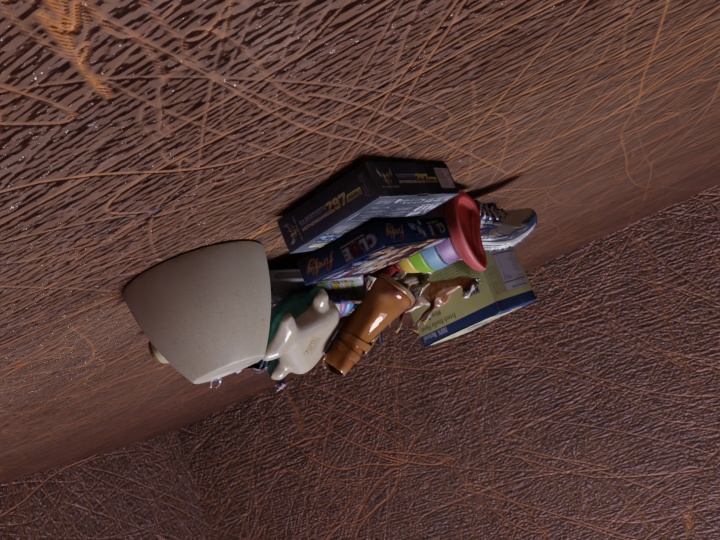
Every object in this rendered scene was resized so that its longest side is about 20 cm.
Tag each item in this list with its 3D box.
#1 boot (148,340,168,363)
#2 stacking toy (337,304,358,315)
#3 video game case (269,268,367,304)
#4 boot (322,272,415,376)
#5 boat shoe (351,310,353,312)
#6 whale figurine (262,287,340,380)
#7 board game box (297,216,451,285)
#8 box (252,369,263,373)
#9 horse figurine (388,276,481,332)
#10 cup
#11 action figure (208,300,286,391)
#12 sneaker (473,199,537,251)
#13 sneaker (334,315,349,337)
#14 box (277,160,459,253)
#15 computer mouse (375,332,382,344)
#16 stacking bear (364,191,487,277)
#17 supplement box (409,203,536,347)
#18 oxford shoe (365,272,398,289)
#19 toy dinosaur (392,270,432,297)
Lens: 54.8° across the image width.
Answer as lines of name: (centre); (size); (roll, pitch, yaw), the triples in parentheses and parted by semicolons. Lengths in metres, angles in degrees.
boot: (-0.247, 0.097, 1.208); (0.155, 0.074, 0.199); (-31, 164, 34)
stacking toy: (-0.019, 0.043, 1.421); (0.085, 0.086, 0.199); (-30, 173, 39)
video game case: (-0.080, 0.028, 1.146); (0.179, 0.022, 0.200); (-2, 166, 4)
boot: (0.008, 0.093, 1.101); (0.155, 0.073, 0.200); (-51, 176, -19)
boat shoe: (-0.040, 0.060, 1.511); (0.198, 0.073, 0.076); (-8, -176, -42)
whale figurine: (-0.110, 0.089, 1.066); (0.160, 0.103, 0.200); (-60, 164, 7)
board game box: (0.024, -0.029, 0.957); (0.135, 0.035, 0.199); (-26, 172, 32)
box: (-0.198, 0.140, 1.427); (0.199, 0.121, 0.033); (-32, -153, 41)
horse figurine: (0.110, 0.056, 1.254); (0.133, 0.050, 0.199); (-50, -159, -26)
cup: (-0.200, 0.067, 0.939); (0.198, 0.145, 0.200); (-22, 170, -4)
action figure: (-0.190, 0.135, 1.227); (0.132, 0.151, 0.199); (7, 167, -27)
sneaker: (0.199, -0.081, 1.168); (0.197, 0.086, 0.077); (-13, -151, 3)
sneaker: (-0.034, 0.128, 1.409); (0.111, 0.079, 0.199); (-19, -167, -29)
box: (0.014, -0.082, 0.894); (0.157, 0.052, 0.199); (-30, 168, 35)
computer mouse: (0.016, 0.058, 1.374); (0.045, 0.142, 0.200); (-3, 157, 4)
stacking bear: (0.084, -0.043, 1.104); (0.198, 0.123, 0.113); (-17, 152, 27)
supplement box: (0.190, 0.010, 1.326); (0.133, 0.202, 0.199); (-11, 165, -45)
oxford shoe: (0.000, 0.000, 1.221); (0.198, 0.075, 0.071); (-17, 169, -29)
toy dinosaur: (0.102, 0.004, 1.198); (0.199, 0.059, 0.101); (-26, -175, 34)
